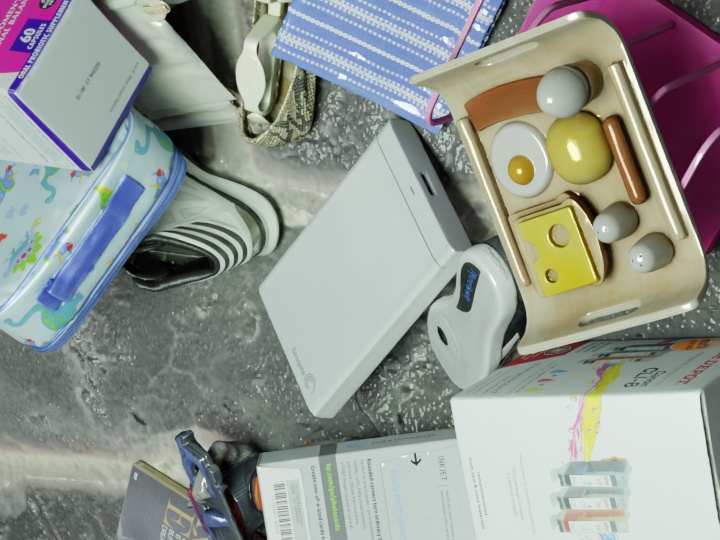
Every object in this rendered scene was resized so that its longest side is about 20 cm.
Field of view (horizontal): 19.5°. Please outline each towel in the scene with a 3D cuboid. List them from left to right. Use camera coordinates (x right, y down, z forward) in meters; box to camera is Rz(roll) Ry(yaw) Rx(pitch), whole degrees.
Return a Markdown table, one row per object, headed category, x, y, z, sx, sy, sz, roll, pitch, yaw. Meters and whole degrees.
| category | x | y | z | sx | sy | sz | roll | pitch | yaw |
| --- | --- | --- | --- | --- | --- | --- | --- | --- | --- |
| towel | 0.033 | -0.205 | 1.506 | 0.144 | 0.024 | 0.201 | 25 | 123 | -2 |

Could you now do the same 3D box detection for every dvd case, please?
| category | x | y | z | sx | sy | sz | roll | pitch | yaw |
| --- | --- | --- | --- | --- | --- | --- | --- | --- | --- |
| dvd case | -0.135 | 0.275 | 1.818 | 0.199 | 0.016 | 0.149 | 28 | 118 | 25 |

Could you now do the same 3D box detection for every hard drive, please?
| category | x | y | z | sx | sy | sz | roll | pitch | yaw |
| --- | --- | --- | --- | --- | --- | --- | --- | --- | --- |
| hard drive | 0.000 | 0.000 | 1.602 | 0.200 | 0.027 | 0.132 | -51 | 49 | 35 |

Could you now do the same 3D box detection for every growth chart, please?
| category | x | y | z | sx | sy | sz | roll | pitch | yaw |
| --- | --- | --- | --- | --- | --- | --- | --- | --- | --- |
| growth chart | -0.173 | -0.164 | 1.631 | 0.144 | 0.200 | 0.018 | 3 | 62 | 28 |

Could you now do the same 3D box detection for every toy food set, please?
| category | x | y | z | sx | sy | sz | roll | pitch | yaw |
| --- | --- | --- | --- | --- | --- | --- | --- | --- | --- |
| toy food set | 0.125 | -0.054 | 1.347 | 0.143 | 0.060 | 0.201 | -18 | 95 | 38 |

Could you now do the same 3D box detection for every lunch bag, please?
| category | x | y | z | sx | sy | sz | roll | pitch | yaw |
| --- | --- | --- | --- | --- | --- | --- | --- | --- | --- |
| lunch bag | -0.233 | -0.043 | 1.631 | 0.201 | 0.082 | 0.161 | -55 | 36 | -2 |

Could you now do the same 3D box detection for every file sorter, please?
| category | x | y | z | sx | sy | sz | roll | pitch | yaw |
| --- | --- | --- | --- | --- | --- | --- | --- | --- | --- |
| file sorter | 0.163 | -0.107 | 1.420 | 0.200 | 0.125 | 0.139 | 38 | 123 | 20 |

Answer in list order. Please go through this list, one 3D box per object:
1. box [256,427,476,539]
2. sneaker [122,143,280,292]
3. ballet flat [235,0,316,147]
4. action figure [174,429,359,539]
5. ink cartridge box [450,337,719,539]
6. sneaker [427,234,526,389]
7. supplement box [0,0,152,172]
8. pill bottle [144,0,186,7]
| category | x | y | z | sx | sy | sz | roll | pitch | yaw |
| --- | --- | --- | --- | --- | --- | --- | --- | --- | --- |
| box | 0.030 | 0.205 | 1.602 | 0.199 | 0.041 | 0.157 | -8 | 102 | 4 |
| sneaker | -0.174 | -0.047 | 1.680 | 0.200 | 0.115 | 0.076 | 20 | 121 | 29 |
| ballet flat | -0.060 | -0.186 | 1.585 | 0.068 | 0.075 | 0.201 | 23 | 116 | 31 |
| action figure | -0.061 | 0.206 | 1.709 | 0.193 | 0.104 | 0.201 | 3 | 118 | 42 |
| ink cartridge box | 0.192 | 0.133 | 1.461 | 0.199 | 0.145 | 0.146 | -3 | 102 | 35 |
| sneaker | 0.120 | 0.020 | 1.527 | 0.073 | 0.111 | 0.200 | 58 | 162 | 14 |
| supplement box | -0.276 | -0.151 | 1.597 | 0.199 | 0.102 | 0.103 | 8 | 152 | 40 |
| pill bottle | -0.221 | -0.240 | 1.658 | 0.199 | 0.113 | 0.113 | -15 | 95 | 37 |
